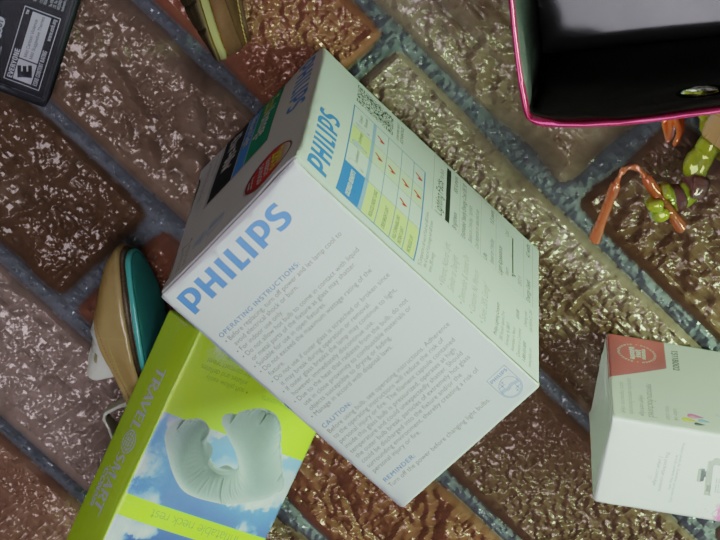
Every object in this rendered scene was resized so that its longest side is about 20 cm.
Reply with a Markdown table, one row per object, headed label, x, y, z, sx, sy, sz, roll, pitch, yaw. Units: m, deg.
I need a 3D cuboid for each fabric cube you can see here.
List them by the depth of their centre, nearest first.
| label | x | y | z | sx | sy | sz | roll | pitch | yaw |
| --- | --- | --- | --- | --- | --- | --- | --- | --- | --- |
| fabric cube | 0.177 | -0.203 | 1.309 | 0.195 | 0.199 | 0.202 | -6 | 104 | 7 |

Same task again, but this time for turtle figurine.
| label | x | y | z | sx | sy | sz | roll | pitch | yaw |
| --- | --- | --- | --- | --- | --- | --- | --- | --- | --- |
| turtle figurine | 0.242 | -0.073 | 1.452 | 0.161 | 0.064 | 0.201 | 33 | 96 | 11 |

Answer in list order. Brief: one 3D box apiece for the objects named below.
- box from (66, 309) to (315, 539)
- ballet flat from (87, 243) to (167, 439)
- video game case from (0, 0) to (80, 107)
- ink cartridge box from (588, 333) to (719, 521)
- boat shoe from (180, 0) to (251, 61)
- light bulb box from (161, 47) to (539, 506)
| label | x | y | z | sx | sy | sz | roll | pitch | yaw |
| --- | --- | --- | --- | --- | --- | --- | --- | --- | --- |
| box | -0.110 | 0.138 | 1.540 | 0.121 | 0.048 | 0.201 | 22 | 95 | -36 |
| ballet flat | -0.149 | 0.078 | 1.565 | 0.063 | 0.069 | 0.201 | -10 | 114 | 16 |
| video game case | -0.250 | -0.221 | 1.452 | 0.180 | 0.026 | 0.201 | 19 | 117 | -5 |
| ink cartridge box | 0.251 | 0.108 | 1.517 | 0.198 | 0.117 | 0.068 | 9 | 116 | -1 |
| boat shoe | -0.090 | -0.219 | 1.412 | 0.067 | 0.072 | 0.201 | -20 | 124 | -11 |
| light bulb box | 0.000 | 0.000 | 1.440 | 0.200 | 0.199 | 0.125 | 42 | 110 | -14 |
